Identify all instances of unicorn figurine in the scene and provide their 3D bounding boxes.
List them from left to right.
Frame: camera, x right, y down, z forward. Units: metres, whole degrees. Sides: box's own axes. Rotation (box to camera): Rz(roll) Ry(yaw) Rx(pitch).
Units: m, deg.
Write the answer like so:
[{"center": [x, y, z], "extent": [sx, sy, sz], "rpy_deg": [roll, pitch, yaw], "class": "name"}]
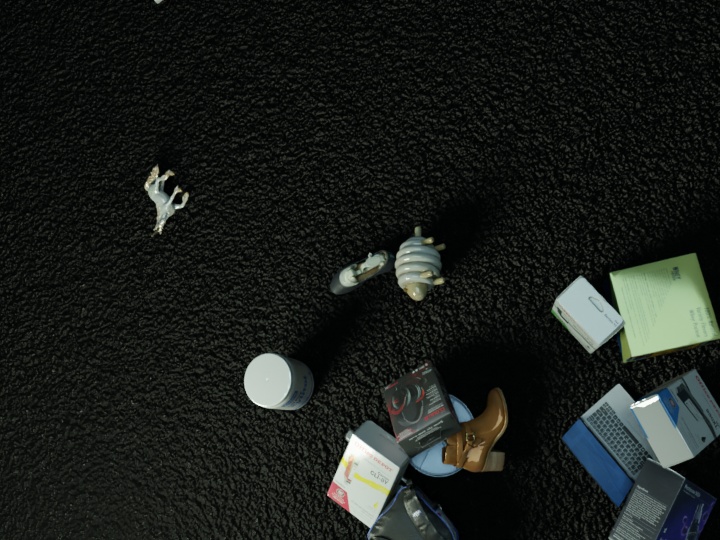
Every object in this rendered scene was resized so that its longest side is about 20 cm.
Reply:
[{"center": [-0.577, -0.204, 1.993], "extent": [0.137, 0.073, 0.202], "rpy_deg": [-42, 58, 12], "class": "unicorn figurine"}]

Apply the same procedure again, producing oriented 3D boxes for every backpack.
[{"center": [0.135, 0.631, 1.601], "extent": [0.190, 0.154, 0.202], "rpy_deg": [40, 96, 26], "class": "backpack"}]

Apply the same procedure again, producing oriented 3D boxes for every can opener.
[{"center": [0.038, 0.485, 1.705], "extent": [0.198, 0.053, 0.068], "rpy_deg": [34, 87, 19], "class": "can opener"}]

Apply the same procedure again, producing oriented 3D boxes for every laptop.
[{"center": [0.594, 0.396, 1.557], "extent": [0.199, 0.116, 0.188], "rpy_deg": [-41, 73, 2], "class": "laptop"}]

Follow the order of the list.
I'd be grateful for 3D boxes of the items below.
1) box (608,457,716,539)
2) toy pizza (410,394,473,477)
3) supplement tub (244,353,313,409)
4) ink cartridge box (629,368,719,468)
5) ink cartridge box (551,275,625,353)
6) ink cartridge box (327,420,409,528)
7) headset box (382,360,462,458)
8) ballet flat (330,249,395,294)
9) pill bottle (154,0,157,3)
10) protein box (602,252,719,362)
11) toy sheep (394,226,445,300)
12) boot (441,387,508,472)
[{"center": [0.661, 0.542, 1.481], "extent": [0.204, 0.146, 0.104], "rpy_deg": [-62, 29, -3], "class": "box"}, {"center": [0.193, 0.409, 1.693], "extent": [0.194, 0.032, 0.206], "rpy_deg": [-3, 76, 10], "class": "toy pizza"}, {"center": [-0.203, 0.286, 1.726], "extent": [0.128, 0.200, 0.136], "rpy_deg": [-3, 78, 12], "class": "supplement tub"}, {"center": [0.709, 0.323, 1.500], "extent": [0.084, 0.197, 0.147], "rpy_deg": [-43, 68, 46], "class": "ink cartridge box"}, {"center": [0.529, 0.107, 1.588], "extent": [0.083, 0.200, 0.147], "rpy_deg": [-41, 72, 2], "class": "ink cartridge box"}, {"center": [0.021, 0.494, 1.647], "extent": [0.143, 0.083, 0.204], "rpy_deg": [30, 115, 19], "class": "ink cartridge box"}, {"center": [0.147, 0.338, 1.624], "extent": [0.146, 0.076, 0.202], "rpy_deg": [-30, 35, 10], "class": "headset box"}, {"center": [0.000, 0.000, 1.807], "extent": [0.196, 0.073, 0.075], "rpy_deg": [-25, 74, 7], "class": "ballet flat"}, {"center": [-0.583, -0.935, 2.115], "extent": [0.198, 0.120, 0.121], "rpy_deg": [-34, 73, 4], "class": "pill bottle"}, {"center": [0.698, 0.091, 1.585], "extent": [0.195, 0.135, 0.204], "rpy_deg": [-14, 75, 11], "class": "protein box"}, {"center": [0.152, -0.019, 1.745], "extent": [0.134, 0.139, 0.205], "rpy_deg": [1, 64, 13], "class": "toy sheep"}, {"center": [0.271, 0.380, 1.635], "extent": [0.151, 0.077, 0.206], "rpy_deg": [8, 81, -7], "class": "boot"}]
